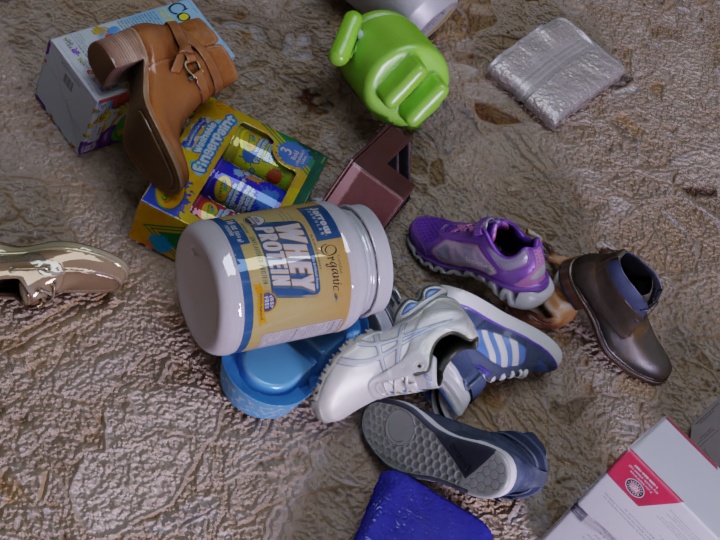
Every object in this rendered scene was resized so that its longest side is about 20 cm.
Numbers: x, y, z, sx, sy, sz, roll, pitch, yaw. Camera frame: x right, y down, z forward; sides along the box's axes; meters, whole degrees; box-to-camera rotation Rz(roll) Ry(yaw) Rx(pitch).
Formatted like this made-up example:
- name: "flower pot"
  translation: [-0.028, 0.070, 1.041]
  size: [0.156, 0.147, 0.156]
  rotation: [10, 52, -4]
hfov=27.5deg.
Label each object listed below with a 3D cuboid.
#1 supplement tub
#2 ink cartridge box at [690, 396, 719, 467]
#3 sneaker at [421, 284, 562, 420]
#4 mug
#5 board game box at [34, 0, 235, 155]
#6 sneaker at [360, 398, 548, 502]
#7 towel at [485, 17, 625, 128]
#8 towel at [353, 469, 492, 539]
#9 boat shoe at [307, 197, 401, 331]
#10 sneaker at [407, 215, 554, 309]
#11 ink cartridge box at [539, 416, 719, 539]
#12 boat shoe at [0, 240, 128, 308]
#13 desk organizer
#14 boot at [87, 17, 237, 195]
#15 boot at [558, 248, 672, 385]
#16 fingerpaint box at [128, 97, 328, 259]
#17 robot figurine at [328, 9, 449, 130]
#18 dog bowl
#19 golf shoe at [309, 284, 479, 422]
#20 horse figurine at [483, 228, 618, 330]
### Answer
- name: "supplement tub"
  translation: [-0.081, 0.004, 1.559]
  size: [0.200, 0.145, 0.145]
  rotation: [-11, 60, -26]
- name: "ink cartridge box"
  translation: [0.461, 0.263, 1.709]
  size: [0.144, 0.084, 0.200]
  rotation: [22, 49, -8]
- name: "sneaker"
  translation: [0.135, 0.119, 1.696]
  size: [0.200, 0.081, 0.146]
  rotation: [31, 74, -32]
- name: "mug"
  translation: [0.065, -0.402, 2.017]
  size: [0.187, 0.149, 0.153]
  rotation: [-38, 83, -33]
- name: "board game box"
  translation: [-0.269, -0.233, 1.756]
  size: [0.200, 0.103, 0.105]
  rotation: [-25, 69, -36]
- name: "sneaker"
  translation: [0.110, 0.196, 1.615]
  size: [0.202, 0.077, 0.146]
  rotation: [23, 9, 33]
- name: "towel"
  translation: [0.282, -0.286, 2.091]
  size: [0.133, 0.034, 0.200]
  rotation: [42, 49, 12]
- name: "towel"
  translation: [0.049, 0.317, 1.512]
  size: [0.148, 0.050, 0.200]
  rotation: [33, 47, -7]
- name: "boat shoe"
  translation: [0.001, -0.001, 1.717]
  size: [0.068, 0.074, 0.199]
  rotation: [-16, 64, -36]
- name: "sneaker"
  translation: [0.145, -0.032, 1.766]
  size: [0.200, 0.088, 0.080]
  rotation: [25, 48, 30]
- name: "ink cartridge box"
  translation: [0.303, 0.274, 1.555]
  size: [0.145, 0.200, 0.083]
  rotation: [45, 46, 13]
- name: "boat shoe"
  translation: [-0.347, 0.011, 1.560]
  size: [0.200, 0.071, 0.065]
  rotation: [3, 59, -12]
- name: "desk organizer"
  translation: [0.025, -0.107, 1.762]
  size: [0.077, 0.072, 0.200]
  rotation: [36, 23, 1]
- name: "boot"
  translation: [-0.204, -0.192, 1.667]
  size: [0.155, 0.077, 0.200]
  rotation: [-23, 78, -40]
- name: "boot"
  translation: [0.331, 0.057, 1.771]
  size: [0.200, 0.097, 0.075]
  rotation: [47, 56, -13]
- name: "fingerpaint box"
  translation: [-0.151, -0.089, 1.717]
  size: [0.167, 0.073, 0.200]
  rotation: [27, 48, -2]
- name: "robot figurine"
  translation: [0.041, -0.262, 1.888]
  size: [0.175, 0.116, 0.200]
  rotation: [34, 15, -35]
- name: "dog bowl"
  translation: [-0.077, 0.089, 1.628]
  size: [0.111, 0.050, 0.200]
  rotation: [41, 48, 10]
- name: "golf shoe"
  translation: [0.038, 0.104, 1.579]
  size: [0.200, 0.078, 0.097]
  rotation: [-42, 53, -7]
- name: "horse figurine"
  translation: [0.238, 0.017, 1.826]
  size: [0.133, 0.050, 0.200]
  rotation: [31, 47, 8]
